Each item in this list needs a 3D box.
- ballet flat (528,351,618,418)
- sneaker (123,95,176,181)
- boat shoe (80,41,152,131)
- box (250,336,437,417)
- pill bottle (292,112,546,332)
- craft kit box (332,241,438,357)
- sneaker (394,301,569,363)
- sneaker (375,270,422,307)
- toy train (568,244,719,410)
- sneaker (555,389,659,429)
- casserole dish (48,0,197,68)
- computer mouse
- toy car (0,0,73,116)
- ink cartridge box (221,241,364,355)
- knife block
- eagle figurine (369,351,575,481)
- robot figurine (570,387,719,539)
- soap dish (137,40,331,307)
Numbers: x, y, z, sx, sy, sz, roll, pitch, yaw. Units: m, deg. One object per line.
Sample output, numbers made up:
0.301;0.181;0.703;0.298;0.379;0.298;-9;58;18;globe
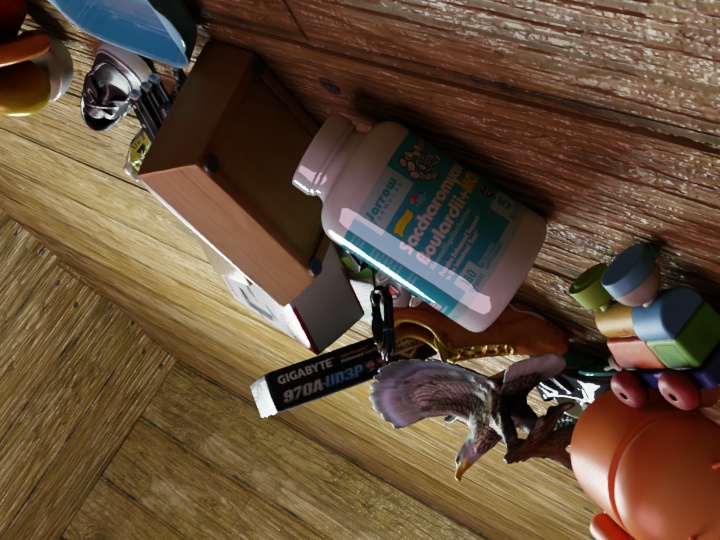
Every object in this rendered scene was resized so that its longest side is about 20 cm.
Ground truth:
0.236;0.120;0.954;0.073;0.074;0.200;38;167;-17;ballet flat
-0.221;-0.141;1.084;0.075;0.077;0.200;39;162;-14;sneaker
-0.283;-0.198;1.055;0.070;0.067;0.199;38;164;-17;boat shoe
-0.024;0.117;1.107;0.159;0.197;0.047;138;113;-74;box
0.044;-0.046;0.773;0.198;0.112;0.111;32;164;1;pill bottle
0.037;0.034;1.157;0.196;0.049;0.200;35;164;-15;craft kit box
0.121;0.070;1.002;0.197;0.078;0.073;9;151;22;sneaker
0.059;-0.005;0.916;0.074;0.089;0.200;34;163;1;sneaker
0.214;0.044;0.778;0.116;0.085;0.200;47;165;-6;toy train
0.276;0.170;1.017;0.085;0.079;0.200;36;164;-14;sneaker
-0.221;-0.247;0.842;0.198;0.039;0.121;24;161;29;casserole dish
0.000;0.000;0.920;0.033;0.202;0.059;-2;140;-16;computer mouse
-0.430;-0.259;1.051;0.198;0.175;0.152;28;129;17;toy car
-0.103;-0.008;1.129;0.199;0.083;0.148;27;150;49;ink cartridge box
-0.160;-0.094;0.938;0.063;0.203;0.174;19;-171;41;knife block
0.120;0.140;0.968;0.199;0.150;0.153;33;154;52;eagle figurine
0.249;0.167;0.794;0.118;0.143;0.200;59;177;-9;robot figurine
-0.093;-0.088;0.865;0.080;0.159;0.200;-7;141;40;soap dish
